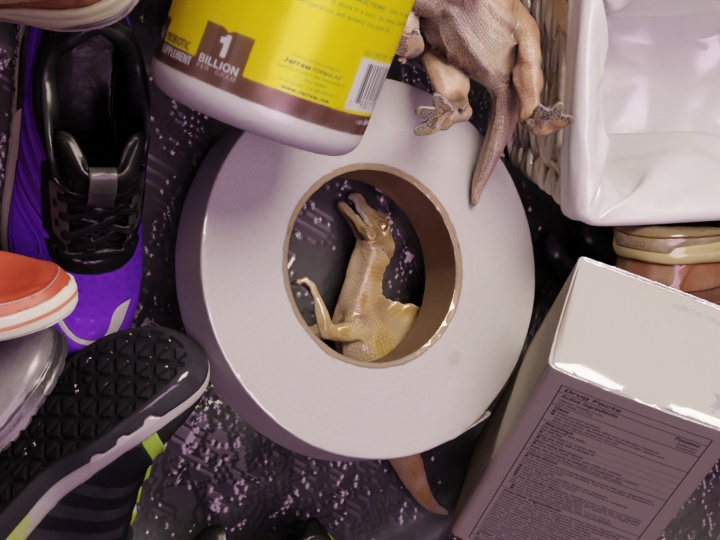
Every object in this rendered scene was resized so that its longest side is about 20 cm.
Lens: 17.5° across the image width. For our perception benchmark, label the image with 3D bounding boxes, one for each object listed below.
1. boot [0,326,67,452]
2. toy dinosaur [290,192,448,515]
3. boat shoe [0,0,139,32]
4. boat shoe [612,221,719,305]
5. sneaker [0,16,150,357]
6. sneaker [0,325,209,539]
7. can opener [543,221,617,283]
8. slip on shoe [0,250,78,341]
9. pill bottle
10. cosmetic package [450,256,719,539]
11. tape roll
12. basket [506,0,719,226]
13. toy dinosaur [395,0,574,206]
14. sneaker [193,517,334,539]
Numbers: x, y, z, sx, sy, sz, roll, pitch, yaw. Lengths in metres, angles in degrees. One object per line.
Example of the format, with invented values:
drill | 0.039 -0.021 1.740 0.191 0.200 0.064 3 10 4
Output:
boot | -0.255 0.061 1.161 0.200 0.070 0.132 -39 112 -1
toy dinosaur | 0.002 0.063 1.269 0.101 0.058 0.201 -18 108 -16
boat shoe | -0.201 -0.154 1.102 0.199 0.072 0.076 -5 70 7
boat shoe | 0.203 0.006 1.287 0.200 0.072 0.068 -1 100 -49
sneaker | -0.139 -0.043 1.167 0.069 0.100 0.201 -7 108 -18
sneaker | -0.141 0.107 1.214 0.200 0.072 0.083 -39 130 19
can opener | 0.180 0.037 1.334 0.200 0.079 0.063 34 129 -20
slip on shoe | -0.236 -0.008 1.138 0.199 0.074 0.061 12 113 -3
pill bottle | -0.019 -0.163 1.107 0.109 0.109 0.201 18 98 -23
cosmetic package | 0.125 0.087 1.232 0.103 0.200 0.073 21 56 -2
tape roll | 0.000 0.000 1.223 0.202 0.037 0.204 3 83 -29
basket | 0.185 -0.106 1.258 0.199 0.123 0.136 -4 105 -18
toy dinosaur | 0.055 -0.140 1.208 0.086 0.136 0.201 -18 121 8
sneaker | -0.011 0.180 1.270 0.199 0.074 0.088 7 82 -2
